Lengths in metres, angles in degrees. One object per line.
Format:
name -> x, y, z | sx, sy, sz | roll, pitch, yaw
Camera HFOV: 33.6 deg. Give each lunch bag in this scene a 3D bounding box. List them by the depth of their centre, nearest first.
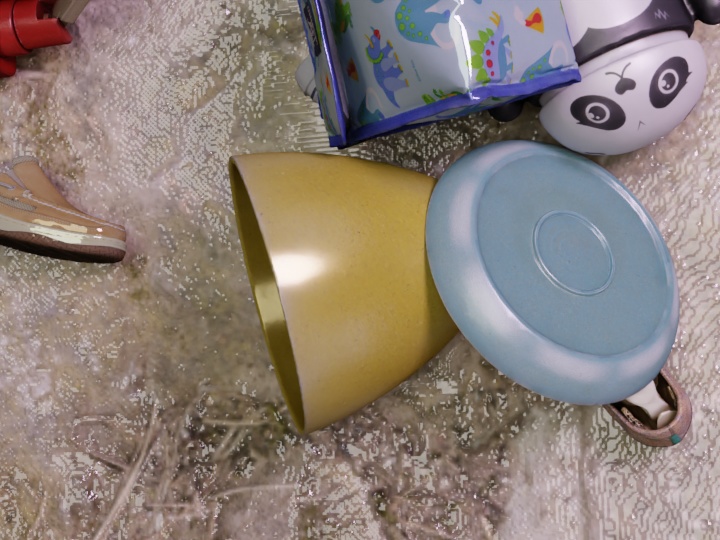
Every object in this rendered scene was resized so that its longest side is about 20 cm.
lunch bag -> 0.024, -0.178, 0.794 | 0.200, 0.127, 0.170 | -7, 97, 54

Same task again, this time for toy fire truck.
toy fire truck -> -0.271, -0.251, 0.946 | 0.200, 0.129, 0.176 | -5, 85, 10

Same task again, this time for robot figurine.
robot figurine -> 0.157, -0.178, 0.827 | 0.150, 0.125, 0.200 | -34, 75, 55

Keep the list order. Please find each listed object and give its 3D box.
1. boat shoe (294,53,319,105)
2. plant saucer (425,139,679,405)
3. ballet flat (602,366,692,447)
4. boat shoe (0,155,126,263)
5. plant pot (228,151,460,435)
boat shoe -> 0.040, -0.190, 0.894 | 0.067, 0.074, 0.200 | 47, 111, 5
plant saucer -> 0.138, -0.008, 0.805 | 0.200, 0.200, 0.027 | 58, 144, 10
ballet flat -> 0.162, 0.040, 0.845 | 0.068, 0.067, 0.200 | -45, 77, 8
boat shoe -> -0.275, -0.057, 0.967 | 0.200, 0.072, 0.076 | 12, 79, 15
plant pot -> 0.000, 0.000, 0.842 | 0.142, 0.200, 0.200 | -15, 83, -10
